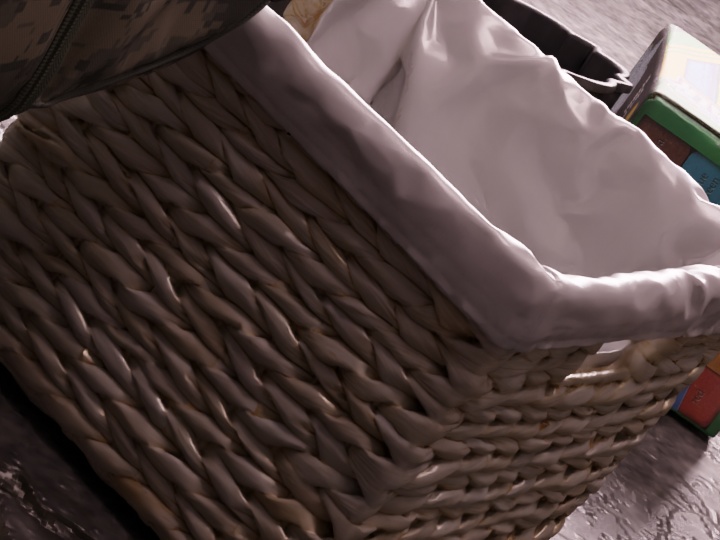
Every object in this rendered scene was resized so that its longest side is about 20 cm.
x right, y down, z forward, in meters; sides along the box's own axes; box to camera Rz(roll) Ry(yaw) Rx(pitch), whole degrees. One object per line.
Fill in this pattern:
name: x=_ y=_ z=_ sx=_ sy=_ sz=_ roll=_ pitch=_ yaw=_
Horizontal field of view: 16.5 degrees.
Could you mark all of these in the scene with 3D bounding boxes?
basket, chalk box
basket: x=0.000 y=0.000 z=0.837 sx=0.200 sy=0.161 sz=0.198 roll=43 pitch=21 yaw=22
chalk box: x=0.157 y=-0.016 z=1.187 sx=0.124 sy=0.125 sz=0.200 roll=34 pitch=21 yaw=-2

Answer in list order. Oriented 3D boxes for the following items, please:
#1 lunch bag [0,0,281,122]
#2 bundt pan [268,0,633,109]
lunch bag: x=-0.119 y=-0.142 z=0.700 sx=0.200 sy=0.140 sz=0.168 roll=39 pitch=18 yaw=22
bundt pan: x=0.027 y=-0.102 z=1.206 sx=0.201 sy=0.076 sz=0.202 roll=24 pitch=14 yaw=-6
